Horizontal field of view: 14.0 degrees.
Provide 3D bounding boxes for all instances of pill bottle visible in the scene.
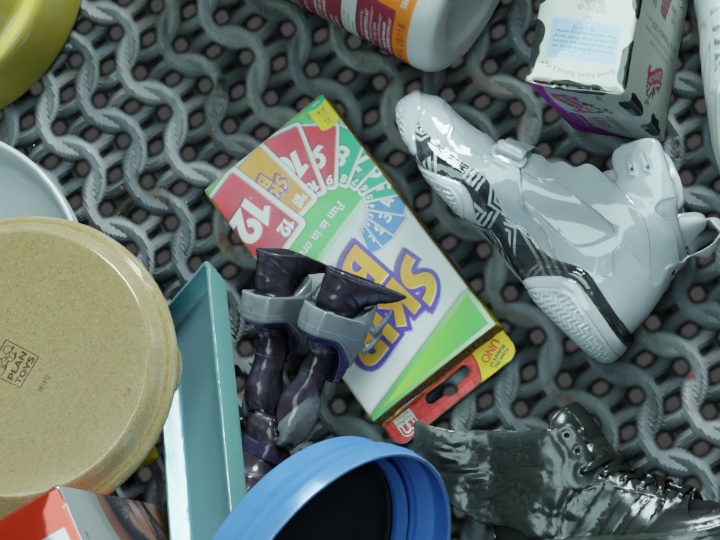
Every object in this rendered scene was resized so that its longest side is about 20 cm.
[{"bbox_3d":[-0.014,-0.209,1.755,0.200,0.110,0.110,29,89,17],"label":"pill bottle"}]

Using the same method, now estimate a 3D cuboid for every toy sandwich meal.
[{"bbox_3d":[-0.201,0.065,1.719,0.205,0.070,0.206,-2,74,8],"label":"toy sandwich meal"}]

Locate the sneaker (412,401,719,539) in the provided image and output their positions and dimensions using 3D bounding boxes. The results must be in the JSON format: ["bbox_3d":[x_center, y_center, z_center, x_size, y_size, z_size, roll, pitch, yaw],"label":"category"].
[{"bbox_3d":[0.134,0.122,1.687,0.199,0.060,0.104,-11,83,17],"label":"sneaker"}]

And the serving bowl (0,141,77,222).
[{"bbox_3d":[-0.253,0.016,1.806,0.200,0.066,0.201,-2,81,14],"label":"serving bowl"}]

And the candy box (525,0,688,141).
[{"bbox_3d":[0.154,-0.187,1.692,0.061,0.136,0.200,8,83,17],"label":"candy box"}]

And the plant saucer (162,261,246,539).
[{"bbox_3d":[-0.091,0.094,1.694,0.070,0.019,0.200,-47,37,41],"label":"plant saucer"}]

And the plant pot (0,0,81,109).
[{"bbox_3d":[-0.292,-0.203,1.789,0.200,0.189,0.201,-3,81,16],"label":"plant pot"}]

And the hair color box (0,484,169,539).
[{"bbox_3d":[-0.136,0.191,1.675,0.064,0.200,0.111,-30,75,10],"label":"hair color box"}]

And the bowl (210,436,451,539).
[{"bbox_3d":[-0.028,0.185,1.652,0.039,0.201,0.201,29,89,33],"label":"bowl"}]

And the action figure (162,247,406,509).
[{"bbox_3d":[-0.049,0.092,1.715,0.130,0.069,0.200,22,92,42],"label":"action figure"}]

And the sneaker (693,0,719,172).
[{"bbox_3d":[0.230,-0.120,1.691,0.070,0.080,0.201,-10,77,15],"label":"sneaker"}]

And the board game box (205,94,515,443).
[{"bbox_3d":[0.000,0.000,1.762,0.095,0.030,0.200,-39,76,7],"label":"board game box"}]

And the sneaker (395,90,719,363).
[{"bbox_3d":[0.117,-0.052,1.715,0.115,0.075,0.200,-42,78,5],"label":"sneaker"}]
